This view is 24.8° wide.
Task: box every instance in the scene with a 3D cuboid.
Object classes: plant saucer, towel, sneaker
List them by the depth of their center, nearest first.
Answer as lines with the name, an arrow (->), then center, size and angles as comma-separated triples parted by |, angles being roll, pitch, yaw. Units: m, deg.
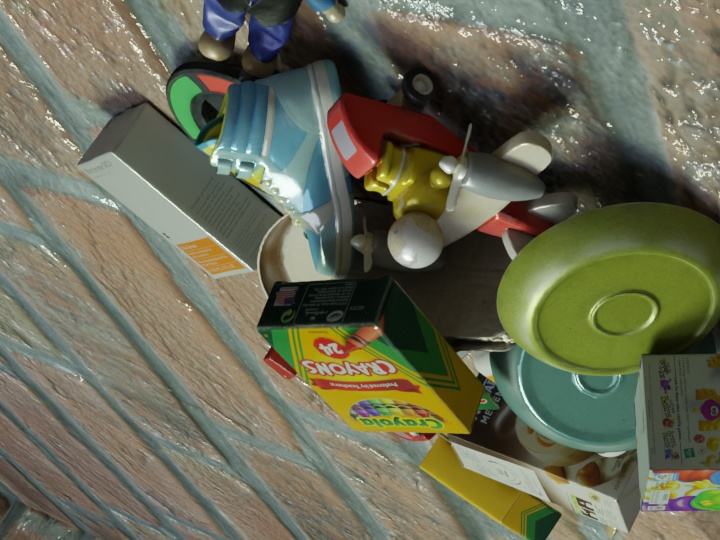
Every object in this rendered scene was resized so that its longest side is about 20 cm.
plant saucer -> 0.211, 0.026, 1.320 | 0.199, 0.031, 0.200 | -4, 138, -3
sneaker -> -0.073, -0.080, 1.408 | 0.080, 0.130, 0.200 | -105, 8, -66
plant saucer -> 0.210, 0.084, 1.434 | 0.199, 0.036, 0.200 | 5, 118, 9
towel -> 0.065, 0.004, 1.441 | 0.200, 0.133, 0.034 | 6, 153, 26
plant saucer -> 0.000, 0.000, 1.582 | 0.200, 0.032, 0.200 | 6, 133, 7

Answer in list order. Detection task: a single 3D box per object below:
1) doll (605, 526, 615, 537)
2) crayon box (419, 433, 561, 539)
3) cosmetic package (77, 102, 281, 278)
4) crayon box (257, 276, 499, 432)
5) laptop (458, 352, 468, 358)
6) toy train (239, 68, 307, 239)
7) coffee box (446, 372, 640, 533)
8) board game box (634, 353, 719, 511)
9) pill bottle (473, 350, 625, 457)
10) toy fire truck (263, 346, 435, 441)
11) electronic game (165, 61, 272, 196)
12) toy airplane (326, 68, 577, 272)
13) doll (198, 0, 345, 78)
doll -> 0.213, 0.224, 1.853 | 0.200, 0.049, 0.136 | 33, 169, 14
crayon box -> 0.150, 0.257, 1.930 | 0.127, 0.051, 0.200 | 33, 176, 29
cosmetic package -> -0.187, -0.080, 1.720 | 0.200, 0.071, 0.101 | 41, 157, -20
crayon box -> 0.019, 0.084, 1.402 | 0.127, 0.051, 0.200 | -4, 143, 36
laptop -> 0.055, 0.065, 1.661 | 0.187, 0.200, 0.116 | 45, -172, -28
toy train -> -0.055, -0.101, 1.463 | 0.046, 0.034, 0.200 | -12, 127, 16
coffee box -> 0.205, 0.173, 1.688 | 0.200, 0.115, 0.080 | 18, 155, 29
board game box -> 0.331, 0.133, 1.343 | 0.199, 0.105, 0.103 | -1, 152, 5
pill bottle -> 0.182, 0.079, 1.520 | 0.200, 0.109, 0.109 | 35, 158, -7
toy fire truck -> -0.008, 0.140, 1.985 | 0.200, 0.049, 0.141 | 38, 158, -17
electronic game -> -0.096, -0.126, 1.541 | 0.200, 0.042, 0.200 | 27, 158, 12
toy airplane -> 0.073, -0.051, 1.328 | 0.199, 0.141, 0.200 | 12, 143, 27
doll -> -0.078, -0.222, 1.302 | 0.136, 0.049, 0.200 | 22, 158, -3
